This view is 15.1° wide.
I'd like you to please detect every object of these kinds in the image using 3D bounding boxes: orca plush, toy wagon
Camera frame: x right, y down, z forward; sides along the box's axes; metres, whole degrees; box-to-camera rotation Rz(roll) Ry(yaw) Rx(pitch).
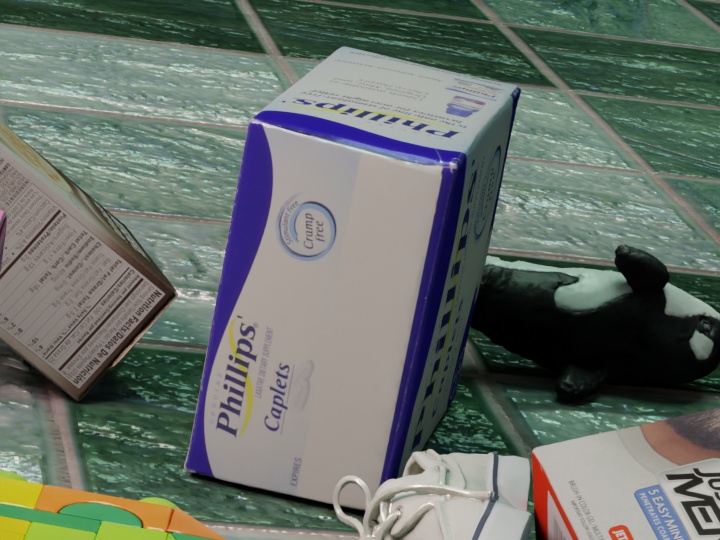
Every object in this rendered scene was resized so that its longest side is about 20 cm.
[{"bbox_3d":[0.117,0.034,1.515,0.200,0.105,0.071,27,47,-30],"label":"orca plush"},{"bbox_3d":[-0.104,0.131,1.128,0.200,0.040,0.155,9,17,0],"label":"toy wagon"}]

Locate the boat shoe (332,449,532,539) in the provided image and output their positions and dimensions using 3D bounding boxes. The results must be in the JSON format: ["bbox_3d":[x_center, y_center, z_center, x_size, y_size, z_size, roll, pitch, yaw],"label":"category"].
[{"bbox_3d":[0.028,0.116,1.190,0.086,0.075,0.202,11,14,2],"label":"boat shoe"}]

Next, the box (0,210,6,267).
[{"bbox_3d":[-0.228,0.072,0.971,0.176,0.200,0.097,9,17,-5],"label":"box"}]

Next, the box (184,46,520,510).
[{"bbox_3d":[0.000,0.000,1.371,0.105,0.184,0.200,14,18,9],"label":"box"}]

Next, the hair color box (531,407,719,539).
[{"bbox_3d":[0.186,0.110,1.188,0.200,0.064,0.111,-11,34,-10],"label":"hair color box"}]

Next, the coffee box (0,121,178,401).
[{"bbox_3d":[-0.201,-0.036,1.387,0.200,0.080,0.114,41,2,-29],"label":"coffee box"}]
